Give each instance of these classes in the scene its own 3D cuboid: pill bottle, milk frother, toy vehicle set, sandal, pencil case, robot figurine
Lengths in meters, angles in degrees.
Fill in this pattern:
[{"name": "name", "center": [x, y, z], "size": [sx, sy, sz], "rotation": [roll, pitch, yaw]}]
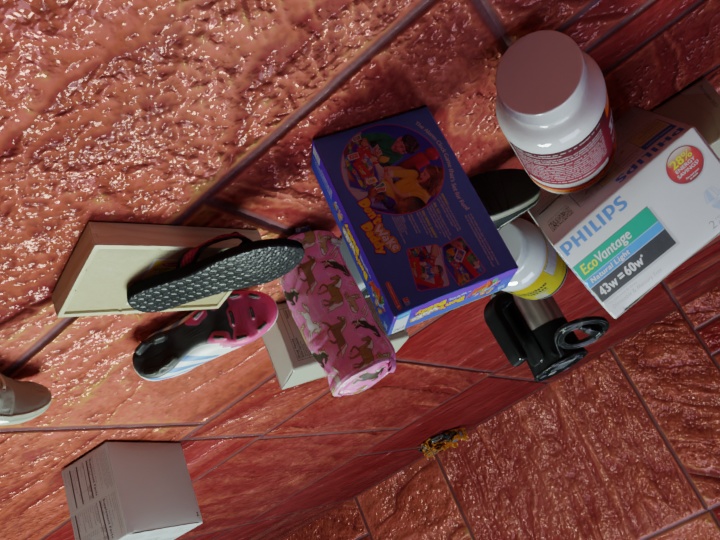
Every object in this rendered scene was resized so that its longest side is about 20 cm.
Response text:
[{"name": "pill bottle", "center": [0.209, -0.164, 0.715], "size": [0.112, 0.115, 0.199], "rotation": [-33, 156, 16]}, {"name": "milk frother", "center": [0.358, 0.083, 1.278], "size": [0.199, 0.191, 0.179], "rotation": [-41, 153, 30]}, {"name": "toy vehicle set", "center": [-0.213, 0.001, 0.722], "size": [0.197, 0.027, 0.124], "rotation": [0, 145, -46]}, {"name": "pill bottle", "center": [0.248, -0.019, 1.051], "size": [0.111, 0.114, 0.199], "rotation": [-36, 154, 23]}, {"name": "sandal", "center": [-0.154, -0.007, 0.693], "size": [0.196, 0.046, 0.075], "rotation": [-16, 152, 12]}, {"name": "pencil case", "center": [-0.032, 0.047, 0.784], "size": [0.081, 0.203, 0.087], "rotation": [-6, 149, -39]}, {"name": "robot figurine", "center": [0.317, 0.662, 2.574], "size": [0.197, 0.059, 0.146], "rotation": [-8, 149, -38]}]

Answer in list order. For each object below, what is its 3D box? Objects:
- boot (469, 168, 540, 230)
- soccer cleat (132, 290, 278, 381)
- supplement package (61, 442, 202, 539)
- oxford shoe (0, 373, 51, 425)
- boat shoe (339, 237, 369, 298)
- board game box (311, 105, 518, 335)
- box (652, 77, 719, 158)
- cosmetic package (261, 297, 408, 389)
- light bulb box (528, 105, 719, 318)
[{"name": "boot", "center": [0.157, -0.044, 0.914], "size": [0.200, 0.075, 0.154], "rotation": [-24, 140, 11]}, {"name": "soccer cleat", "center": [-0.198, 0.081, 0.868], "size": [0.196, 0.071, 0.086], "rotation": [-23, 172, -3]}, {"name": "supplement package", "center": [-0.396, 0.397, 1.174], "size": [0.110, 0.158, 0.200], "rotation": [-30, 156, 13]}, {"name": "oxford shoe", "center": [-0.417, 0.129, 0.729], "size": [0.199, 0.074, 0.059], "rotation": [23, 92, -62]}, {"name": "boat shoe", "center": [0.001, 0.002, 0.890], "size": [0.067, 0.074, 0.201], "rotation": [-15, 148, -42]}, {"name": "board game box", "center": [0.048, -0.055, 0.660], "size": [0.132, 0.203, 0.045], "rotation": [-18, 157, -15]}, {"name": "box", "center": [0.426, -0.169, 0.959], "size": [0.198, 0.096, 0.078], "rotation": [-34, 155, 13]}, {"name": "cosmetic package", "center": [-0.038, 0.092, 0.995], "size": [0.196, 0.105, 0.073], "rotation": [-11, 154, -29]}, {"name": "light bulb box", "center": [0.327, -0.080, 0.830], "size": [0.198, 0.125, 0.201], "rotation": [-42, -168, 16]}]
